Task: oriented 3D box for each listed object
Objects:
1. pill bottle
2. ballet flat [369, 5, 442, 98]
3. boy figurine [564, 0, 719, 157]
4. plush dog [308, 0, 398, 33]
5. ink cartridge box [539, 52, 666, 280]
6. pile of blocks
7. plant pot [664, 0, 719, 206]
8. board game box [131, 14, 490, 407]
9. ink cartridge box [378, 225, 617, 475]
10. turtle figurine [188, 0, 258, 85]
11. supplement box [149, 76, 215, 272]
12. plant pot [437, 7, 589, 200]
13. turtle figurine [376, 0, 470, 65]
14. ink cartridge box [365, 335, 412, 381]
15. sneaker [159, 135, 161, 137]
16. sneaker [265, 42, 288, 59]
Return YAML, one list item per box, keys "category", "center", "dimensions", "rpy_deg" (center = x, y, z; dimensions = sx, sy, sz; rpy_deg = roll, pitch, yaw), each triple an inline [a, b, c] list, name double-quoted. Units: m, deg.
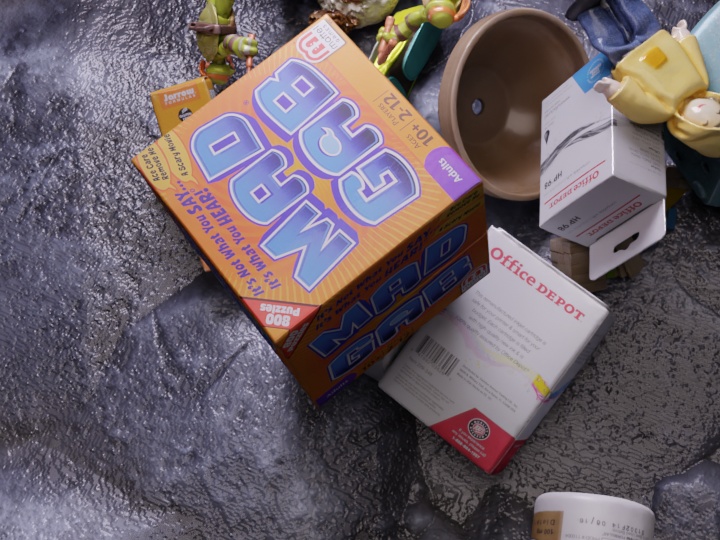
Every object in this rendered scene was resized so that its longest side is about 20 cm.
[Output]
- category: "pill bottle"
  center: [0.208, 0.315, 1.092]
  dimensions: [0.114, 0.114, 0.200]
  rpy_deg: [7, 71, 9]
- category: "ballet flat"
  center: [0.029, -0.218, 1.342]
  dimensions: [0.067, 0.067, 0.200]
  rpy_deg: [13, 68, 34]
- category: "boy figurine"
  center: [0.275, -0.186, 1.104]
  dimensions: [0.124, 0.064, 0.200]
  rpy_deg: [-30, 78, -21]
- category: "plush dog"
  center: [-0.029, -0.357, 1.368]
  dimensions: [0.200, 0.160, 0.172]
  rpy_deg: [-42, 90, -14]
- category: "ink cartridge box"
  center: [0.236, -0.105, 1.157]
  dimensions: [0.067, 0.116, 0.200]
  rpy_deg: [20, 57, -23]
- category: "pile of blocks"
  center: [0.274, -0.046, 1.254]
  dimensions: [0.200, 0.082, 0.062]
  rpy_deg: [-37, 27, -17]
- category: "plant pot"
  center: [0.410, -0.176, 1.195]
  dimensions: [0.200, 0.196, 0.196]
  rpy_deg: [-26, 69, -8]
- category: "board game box"
  center: [-0.031, -0.043, 0.991]
  dimensions: [0.200, 0.200, 0.200]
  rpy_deg: [-38, 69, -7]
- category: "ink cartridge box"
  center: [0.138, 0.080, 1.175]
  dimensions: [0.148, 0.086, 0.200]
  rpy_deg: [39, 95, 19]
- category: "turtle figurine"
  center: [-0.157, -0.274, 1.294]
  dimensions: [0.064, 0.200, 0.162]
  rpy_deg: [0, 104, -18]
- category: "supplement box"
  center: [-0.166, -0.105, 1.270]
  dimensions: [0.066, 0.069, 0.200]
  rpy_deg: [-17, 97, 2]
- category: "plant pot"
  center: [0.151, -0.177, 1.267]
  dimensions: [0.093, 0.201, 0.201]
  rpy_deg: [10, 65, 56]
- category: "turtle figurine"
  center: [0.094, -0.310, 1.261]
  dimensions: [0.064, 0.200, 0.161]
  rpy_deg: [29, 41, -23]
- category: "ink cartridge box"
  center: [0.000, 0.000, 1.185]
  dimensions: [0.144, 0.200, 0.147]
  rpy_deg: [30, 76, 16]
- category: "sneaker"
  center: [-0.144, -0.143, 1.327]
  dimensions: [0.200, 0.076, 0.081]
  rpy_deg: [-28, 79, -2]
- category: "sneaker"
  center: [-0.058, -0.179, 1.239]
  dimensions: [0.112, 0.073, 0.200]
  rpy_deg: [20, 28, -11]
